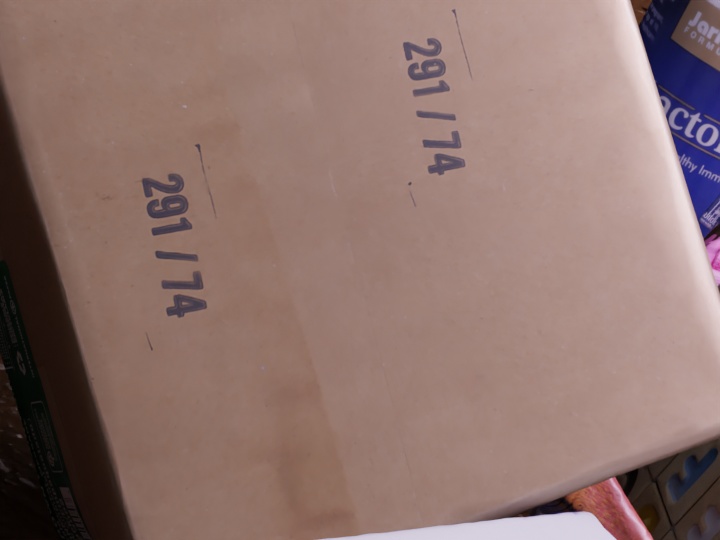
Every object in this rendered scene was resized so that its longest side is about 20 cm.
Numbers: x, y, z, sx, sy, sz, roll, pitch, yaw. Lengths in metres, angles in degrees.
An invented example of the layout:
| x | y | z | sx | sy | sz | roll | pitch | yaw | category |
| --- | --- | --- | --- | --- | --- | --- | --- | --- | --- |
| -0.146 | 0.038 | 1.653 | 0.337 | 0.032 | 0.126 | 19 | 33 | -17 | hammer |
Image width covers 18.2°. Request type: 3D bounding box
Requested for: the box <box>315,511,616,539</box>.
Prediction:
| x | y | z | sx | sy | sz | roll | pitch | yaw | category |
| --- | --- | --- | --- | --- | --- | --- | --- | --- | --- |
| 0.034 | 0.156 | 0.507 | 0.200 | 0.105 | 0.184 | 2 | 32 | -49 | box |

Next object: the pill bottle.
| x | y | z | sx | sy | sz | roll | pitch | yaw | category |
| --- | --- | --- | --- | --- | --- | --- | --- | --- | --- |
| 0.194 | -0.101 | 1.164 | 0.115 | 0.200 | 0.116 | 23 | 21 | -9 | pill bottle |

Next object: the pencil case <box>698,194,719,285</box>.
| x | y | z | sx | sy | sz | roll | pitch | yaw | category |
| --- | --- | --- | --- | --- | --- | --- | --- | --- | --- |
| 0.171 | 0.016 | 1.014 | 0.091 | 0.094 | 0.200 | 32 | 22 | 13 | pencil case |

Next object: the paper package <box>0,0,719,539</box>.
| x | y | z | sx | sy | sz | roll | pitch | yaw | category |
| --- | --- | --- | --- | --- | --- | --- | --- | --- | --- |
| -0.013 | -0.021 | 0.635 | 0.190 | 0.201 | 0.103 | -17 | 0 | -16 | paper package |

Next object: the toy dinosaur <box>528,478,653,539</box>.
| x | y | z | sx | sy | sz | roll | pitch | yaw | category |
| --- | --- | --- | --- | --- | --- | --- | --- | --- | --- |
| 0.041 | 0.045 | 0.721 | 0.105 | 0.200 | 0.181 | -28 | 60 | -33 | toy dinosaur |

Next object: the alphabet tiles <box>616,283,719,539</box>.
| x | y | z | sx | sy | sz | roll | pitch | yaw | category |
| --- | --- | --- | --- | --- | --- | --- | --- | --- | --- |
| 0.150 | 0.037 | 0.795 | 0.006 | 0.200 | 0.167 | 32 | 19 | -19 | alphabet tiles |
